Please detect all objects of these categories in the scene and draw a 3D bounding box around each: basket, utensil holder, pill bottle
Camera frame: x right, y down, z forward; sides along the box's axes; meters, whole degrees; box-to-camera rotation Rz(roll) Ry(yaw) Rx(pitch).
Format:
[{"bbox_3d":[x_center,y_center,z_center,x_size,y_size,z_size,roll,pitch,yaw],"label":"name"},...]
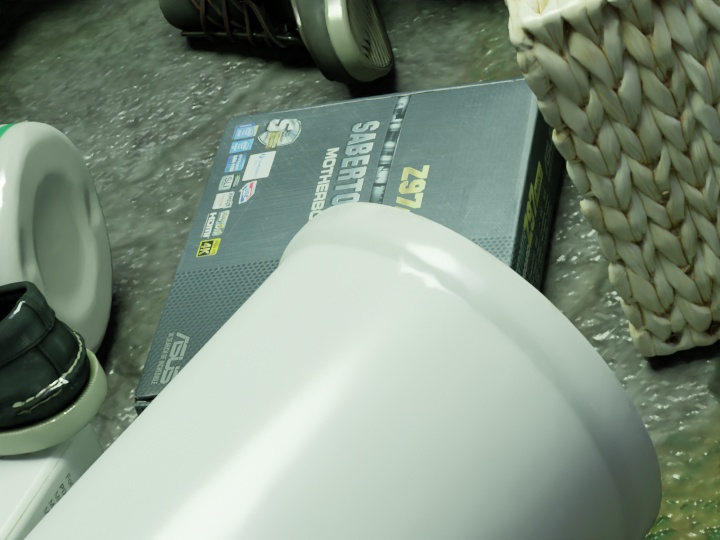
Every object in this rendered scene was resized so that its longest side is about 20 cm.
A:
[{"bbox_3d":[0.154,-0.100,1.029,0.160,0.199,0.201,-18,38,10],"label":"basket"},{"bbox_3d":[-0.018,0.105,0.887,0.169,0.171,0.200,20,56,41],"label":"utensil holder"},{"bbox_3d":[-0.223,0.002,1.135,0.198,0.114,0.114,-7,40,18],"label":"pill bottle"}]

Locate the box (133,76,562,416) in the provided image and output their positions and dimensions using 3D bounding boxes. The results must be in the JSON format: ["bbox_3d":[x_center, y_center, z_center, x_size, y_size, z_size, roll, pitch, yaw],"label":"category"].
[{"bbox_3d":[0.000,0.000,1.095,0.156,0.051,0.201,-5,40,18],"label":"box"}]

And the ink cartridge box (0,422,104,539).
[{"bbox_3d":[-0.195,0.146,0.984,0.143,0.084,0.201,4,45,30],"label":"ink cartridge box"}]

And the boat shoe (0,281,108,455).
[{"bbox_3d":[-0.200,0.036,0.998,0.198,0.066,0.075,-1,41,26],"label":"boat shoe"}]

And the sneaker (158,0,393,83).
[{"bbox_3d":[-0.048,-0.133,1.269,0.106,0.075,0.200,-22,28,4],"label":"sneaker"}]
